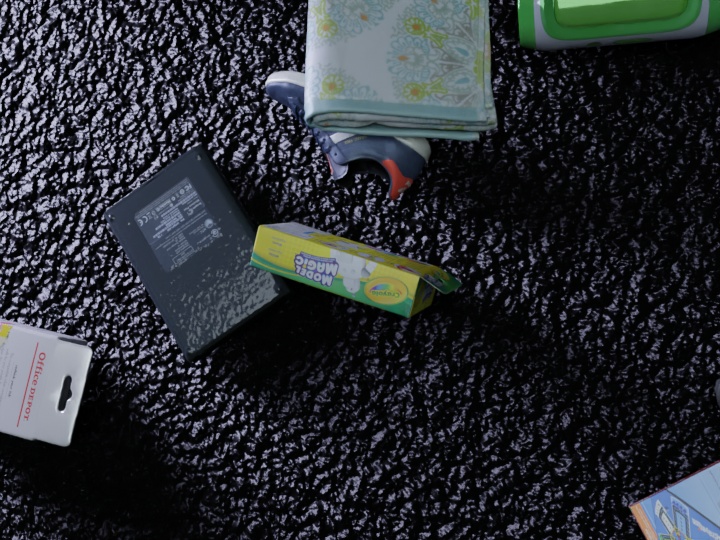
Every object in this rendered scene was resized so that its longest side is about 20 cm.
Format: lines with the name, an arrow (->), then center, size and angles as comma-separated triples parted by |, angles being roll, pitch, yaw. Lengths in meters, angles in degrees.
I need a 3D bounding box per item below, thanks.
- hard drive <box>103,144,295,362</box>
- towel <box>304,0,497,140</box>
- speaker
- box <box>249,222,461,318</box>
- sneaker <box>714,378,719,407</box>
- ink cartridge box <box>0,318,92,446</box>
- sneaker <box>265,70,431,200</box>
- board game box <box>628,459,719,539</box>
hard drive -> -0.182, -0.019, 1.089 | 0.139, 0.033, 0.201 | -34, 77, 6
towel -> 0.042, -0.222, 1.019 | 0.199, 0.048, 0.172 | 4, 67, -6
speaker -> 0.262, -0.274, 0.998 | 0.199, 0.088, 0.089 | -2, 83, 12
box -> 0.000, 0.000, 1.004 | 0.199, 0.117, 0.049 | 16, 98, 14
sneaker -> 0.432, 0.141, 0.904 | 0.199, 0.098, 0.071 | 23, 90, 15
ink cartridge box -> -0.386, 0.120, 1.098 | 0.199, 0.067, 0.117 | 12, 86, 15
sneaker -> -0.027, -0.142, 1.049 | 0.199, 0.075, 0.085 | 28, 85, 14
board game box -> 0.354, 0.297, 0.942 | 0.103, 0.019, 0.201 | -28, 78, 6
